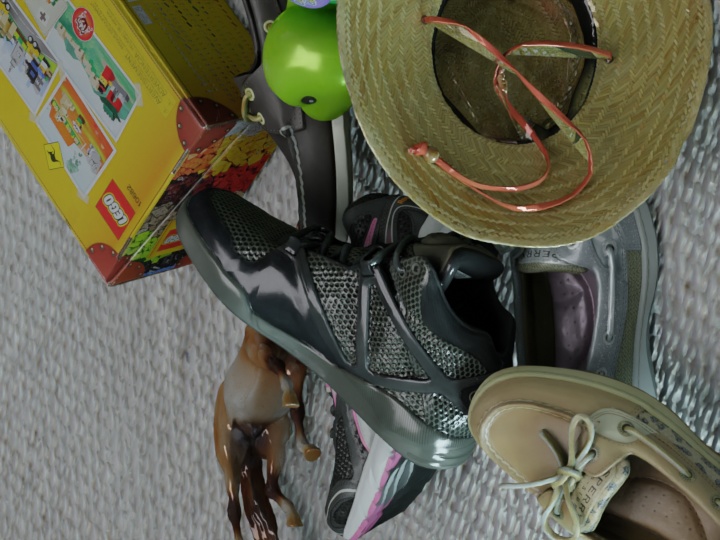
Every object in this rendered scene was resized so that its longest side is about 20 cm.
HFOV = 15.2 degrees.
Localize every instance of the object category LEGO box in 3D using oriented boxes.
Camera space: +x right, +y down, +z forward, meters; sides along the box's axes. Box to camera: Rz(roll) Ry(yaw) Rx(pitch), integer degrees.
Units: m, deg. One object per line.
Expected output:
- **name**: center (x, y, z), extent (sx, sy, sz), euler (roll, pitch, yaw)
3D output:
- **LEGO box**: center (-0.145, -0.117, 1.594), extent (0.200, 0.077, 0.149), euler (55, 135, 19)

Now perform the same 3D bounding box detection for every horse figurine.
- **horse figurine**: center (-0.052, 0.082, 1.560), extent (0.133, 0.050, 0.200), euler (-104, 20, -45)

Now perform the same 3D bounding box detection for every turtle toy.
- **turtle toy**: center (-0.003, -0.172, 1.372), extent (0.101, 0.146, 0.200), euler (53, 135, 36)

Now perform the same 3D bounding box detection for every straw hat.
- **straw hat**: center (0.071, -0.106, 1.332), extent (0.085, 0.201, 0.201), euler (148, 103, -78)

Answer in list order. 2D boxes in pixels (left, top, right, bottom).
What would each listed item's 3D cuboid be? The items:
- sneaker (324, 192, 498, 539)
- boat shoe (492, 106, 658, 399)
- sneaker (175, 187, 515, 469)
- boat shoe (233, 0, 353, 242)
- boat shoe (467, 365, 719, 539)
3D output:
- **sneaker**: center (0.010, 0.047, 1.477), extent (0.086, 0.080, 0.200), euler (24, 108, 24)
- **boat shoe**: center (0.107, 0.018, 1.381), extent (0.074, 0.065, 0.202), euler (7, 106, 44)
- **sneaker**: center (0.000, 0.000, 1.386), extent (0.199, 0.076, 0.114), euler (39, 118, 17)
- **boat shoe**: center (-0.041, -0.112, 1.481), extent (0.072, 0.060, 0.201), euler (-137, 41, -85)
- **boat shoe**: center (0.141, 0.112, 1.320), extent (0.200, 0.063, 0.073), euler (25, 123, 7)
